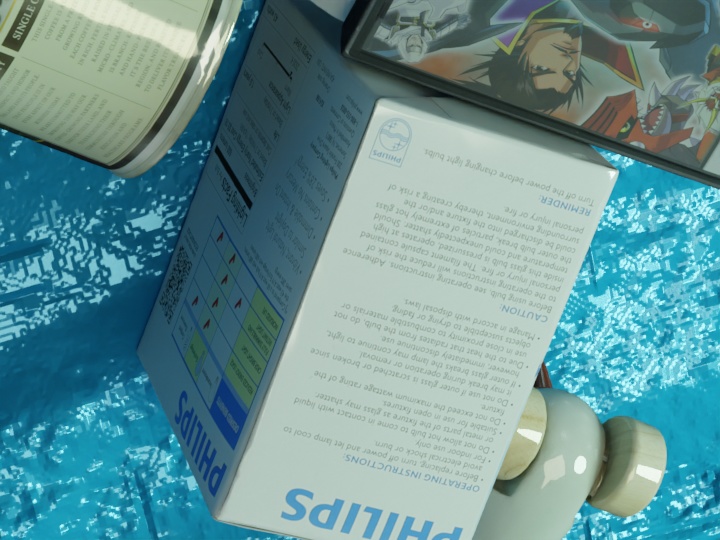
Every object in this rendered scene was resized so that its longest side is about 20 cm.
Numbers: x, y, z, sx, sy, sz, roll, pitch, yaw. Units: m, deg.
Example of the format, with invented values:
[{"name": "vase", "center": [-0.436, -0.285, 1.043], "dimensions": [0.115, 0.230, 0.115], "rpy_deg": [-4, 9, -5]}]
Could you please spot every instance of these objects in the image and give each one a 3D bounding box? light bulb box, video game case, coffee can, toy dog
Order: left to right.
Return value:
[{"name": "coffee can", "center": [-0.165, -0.142, 1.173], "dimensions": [0.199, 0.146, 0.147], "rpy_deg": [21, 102, -23]}, {"name": "light bulb box", "center": [0.000, 0.000, 1.248], "dimensions": [0.124, 0.198, 0.201], "rpy_deg": [16, 106, -20]}, {"name": "toy dog", "center": [0.063, 0.122, 1.388], "dimensions": [0.200, 0.097, 0.132], "rpy_deg": [-38, 119, 15]}, {"name": "video game case", "center": [0.117, -0.126, 1.129], "dimensions": [0.199, 0.026, 0.181], "rpy_deg": [18, 133, -15]}]

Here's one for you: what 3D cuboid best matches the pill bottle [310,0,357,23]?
[{"name": "pill bottle", "center": [0.042, -0.203, 1.173], "dimensions": [0.112, 0.113, 0.201], "rpy_deg": [12, 116, -21]}]
